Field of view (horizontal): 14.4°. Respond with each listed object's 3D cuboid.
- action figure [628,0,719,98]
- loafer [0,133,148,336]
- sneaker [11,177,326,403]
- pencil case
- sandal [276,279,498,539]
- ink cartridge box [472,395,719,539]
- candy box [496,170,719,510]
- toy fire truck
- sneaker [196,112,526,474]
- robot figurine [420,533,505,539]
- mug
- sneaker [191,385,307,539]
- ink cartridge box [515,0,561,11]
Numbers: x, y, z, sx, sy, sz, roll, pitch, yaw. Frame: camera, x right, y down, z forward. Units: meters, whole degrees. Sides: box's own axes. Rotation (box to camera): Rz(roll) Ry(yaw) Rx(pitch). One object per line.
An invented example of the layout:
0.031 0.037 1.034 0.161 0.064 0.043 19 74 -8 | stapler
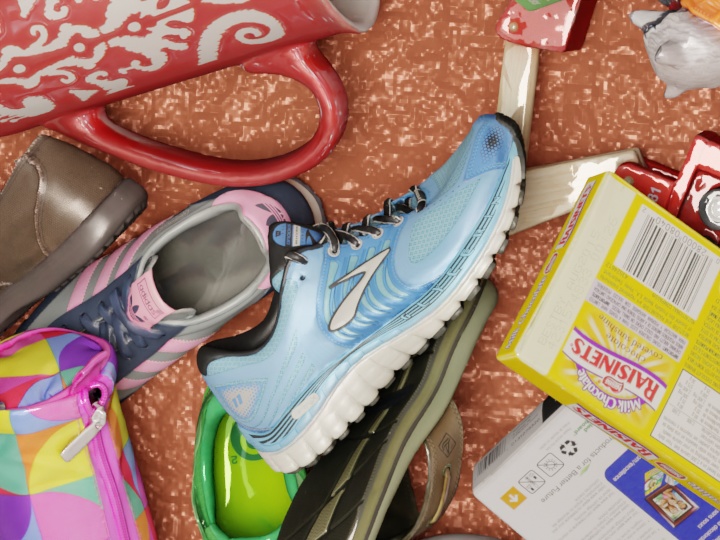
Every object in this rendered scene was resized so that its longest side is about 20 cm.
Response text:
0.167 -0.174 1.310 0.200 0.105 0.194 23 79 -3 | action figure
-0.186 -0.008 1.411 0.200 0.073 0.071 -37 98 33 | loafer
-0.112 0.018 1.412 0.200 0.082 0.070 -37 87 14 | sneaker
-0.141 0.126 1.398 0.088 0.088 0.200 -4 117 14 | pencil case
0.023 0.090 1.357 0.057 0.080 0.201 39 65 -17 | sandal
0.157 0.131 1.361 0.200 0.037 0.095 41 110 -12 | ink cartridge box
0.166 0.050 1.317 0.200 0.026 0.102 34 72 -17 | candy box
0.113 -0.037 1.371 0.141 0.049 0.200 23 101 11 | toy fire truck
0.000 0.000 1.332 0.090 0.078 0.200 41 98 -6 | sneaker
0.043 0.227 1.376 0.125 0.150 0.200 16 100 35 | robot figurine
-0.104 -0.126 1.368 0.200 0.133 0.178 -18 70 18 | mug
-0.051 0.146 1.409 0.074 0.084 0.200 -12 93 14 | sneaker
0.139 -0.219 1.255 0.200 0.084 0.145 -17 70 20 | ink cartridge box
